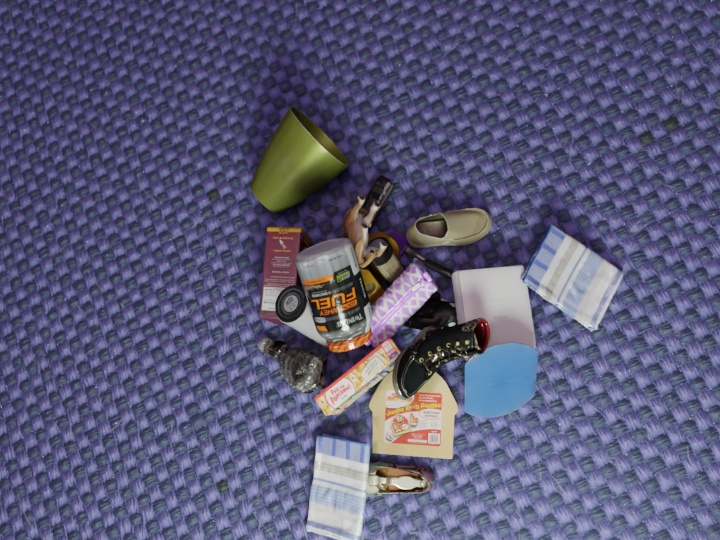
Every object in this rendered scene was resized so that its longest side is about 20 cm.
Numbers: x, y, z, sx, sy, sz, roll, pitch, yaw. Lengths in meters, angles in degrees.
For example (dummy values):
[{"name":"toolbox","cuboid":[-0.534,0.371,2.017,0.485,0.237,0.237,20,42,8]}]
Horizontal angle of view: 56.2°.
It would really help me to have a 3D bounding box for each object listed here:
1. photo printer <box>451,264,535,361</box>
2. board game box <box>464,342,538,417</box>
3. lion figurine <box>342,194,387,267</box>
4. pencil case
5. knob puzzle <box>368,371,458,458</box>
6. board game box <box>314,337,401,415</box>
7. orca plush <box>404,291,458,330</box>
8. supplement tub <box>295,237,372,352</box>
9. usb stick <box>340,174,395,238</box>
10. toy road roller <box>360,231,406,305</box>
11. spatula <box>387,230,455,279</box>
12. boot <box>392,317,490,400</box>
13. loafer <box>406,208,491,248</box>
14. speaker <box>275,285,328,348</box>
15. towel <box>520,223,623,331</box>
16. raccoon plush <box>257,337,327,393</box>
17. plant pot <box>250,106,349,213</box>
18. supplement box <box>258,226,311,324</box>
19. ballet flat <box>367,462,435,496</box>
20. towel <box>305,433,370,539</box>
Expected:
[{"name":"photo printer","cuboid":[0.285,0.097,1.437,0.162,0.070,0.206,-4,77,-7]},{"name":"board game box","cuboid":[0.284,0.217,1.393,0.154,0.204,0.039,-10,35,-6]},{"name":"lion figurine","cuboid":[0.000,-0.068,1.387,0.071,0.123,0.203,18,42,-15]},{"name":"pencil case","cuboid":[0.079,0.074,1.423,0.084,0.086,0.201,41,98,-12]},{"name":"knob puzzle","cuboid":[0.115,0.295,1.458,0.213,0.030,0.226,-2,78,10]},{"name":"board game box","cuboid":[0.005,0.227,1.430,0.199,0.152,0.047,-39,77,-1]},{"name":"orca plush","cuboid":[0.129,0.083,1.480,0.196,0.071,0.108,19,82,13]},{"name":"supplement tub","cuboid":[-0.047,0.049,1.338,0.120,0.123,0.205,-16,103,6]},{"name":"usb stick","cuboid":[0.014,-0.126,1.566,0.055,0.033,0.203,28,84,21]},{"name":"toy road roller","cuboid":[0.000,0.000,1.485,0.199,0.123,0.146,-40,41,0]},{"name":"spatula","cuboid":[0.134,-0.030,1.529,0.197,0.021,0.057,29,76,13]},{"name":"boot","cuboid":[0.159,0.166,1.322,0.152,0.204,0.074,-18,110,41]},{"name":"loafer","cuboid":[0.200,-0.095,1.502,0.195,0.068,0.078,-13,76,-1]},{"name":"speaker","cuboid":[-0.101,0.104,1.446,0.079,0.200,0.083,-10,64,23]},{"name":"towel","cuboid":[0.452,0.015,1.432,0.198,0.024,0.149,33,83,-4]},{"name":"raccoon plush","cuboid":[-0.159,0.208,1.470,0.195,0.134,0.099,15,82,12]},{"name":"plant pot","cuboid":[-0.157,-0.236,1.560,0.200,0.186,0.188,-45,74,13]},{"name":"supplement box","cuboid":[-0.168,0.015,1.527,0.083,0.110,0.206,2,79,10]},{"name":"ballet flat","cuboid":[0.059,0.440,1.416,0.194,0.071,0.071,-3,78,10]},{"name":"towel","cuboid":[-0.048,0.456,1.417,0.144,0.024,0.206,0,79,38]}]
